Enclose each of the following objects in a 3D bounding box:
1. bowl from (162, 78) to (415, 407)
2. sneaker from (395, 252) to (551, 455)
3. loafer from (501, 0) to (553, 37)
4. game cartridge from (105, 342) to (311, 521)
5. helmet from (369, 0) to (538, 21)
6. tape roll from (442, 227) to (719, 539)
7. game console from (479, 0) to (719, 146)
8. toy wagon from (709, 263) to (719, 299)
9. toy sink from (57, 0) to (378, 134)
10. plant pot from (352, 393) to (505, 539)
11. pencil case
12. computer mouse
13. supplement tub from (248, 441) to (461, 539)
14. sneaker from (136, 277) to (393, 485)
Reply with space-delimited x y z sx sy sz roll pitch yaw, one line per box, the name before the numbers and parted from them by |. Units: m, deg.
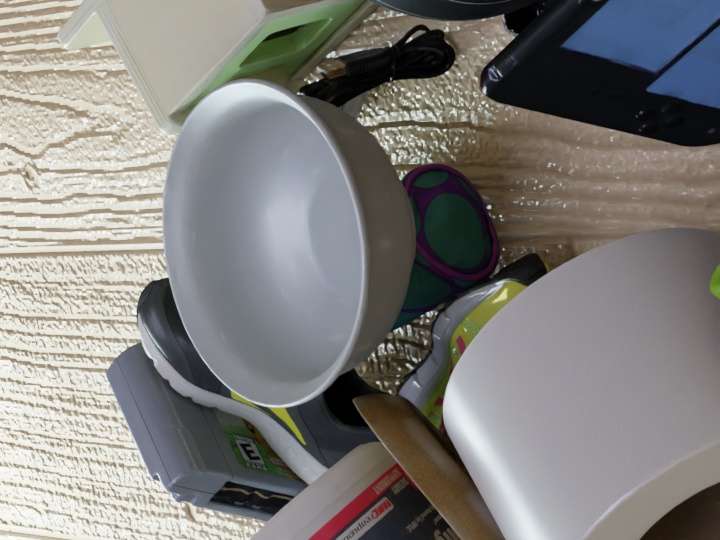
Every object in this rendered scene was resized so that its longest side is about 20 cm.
bowl | -0.030 -0.021 1.308 0.201 0.090 0.202 14 108 48
sneaker | 0.089 0.068 1.364 0.090 0.078 0.200 51 145 20
loafer | 0.155 -0.172 1.206 0.200 0.070 0.075 -34 80 47
game cartridge | -0.076 0.112 1.448 0.041 0.200 0.133 -51 48 20
helmet | 0.058 -0.232 1.137 0.200 0.190 0.201 -10 79 60
tape roll | 0.163 0.094 1.178 0.139 0.202 0.203 60 139 35
game console | 0.184 -0.132 1.118 0.200 0.176 0.031 -43 52 45
toy wagon | 0.245 0.037 1.090 0.155 0.200 0.040 37 136 -11
toy sink | -0.088 -0.170 1.415 0.200 0.130 0.112 -38 77 45
plant pot | 0.070 0.145 1.297 0.027 0.200 0.200 -41 69 0
pencil case | 0.000 0.000 1.415 0.200 0.092 0.085 -28 46 46
computer mouse | -0.025 -0.097 1.412 0.044 0.109 0.200 62 147 3
supplement tub | 0.024 0.218 1.302 0.200 0.140 0.140 48 134 6
sneaker | -0.054 0.061 1.396 0.200 0.075 0.085 37 134 -14
